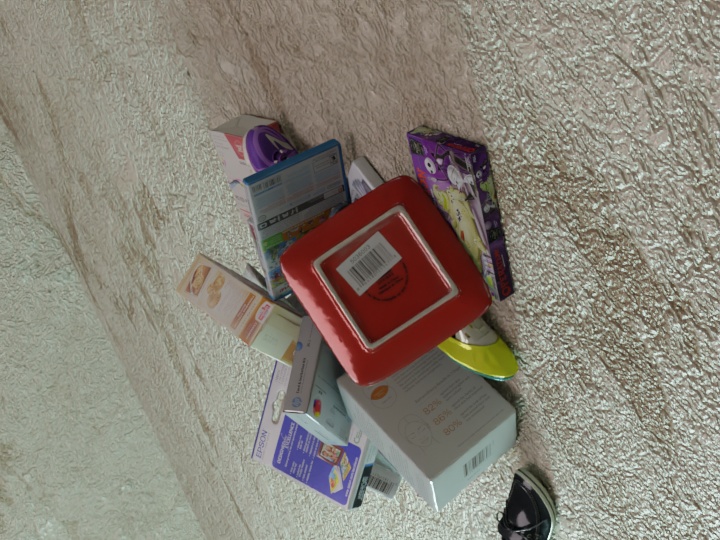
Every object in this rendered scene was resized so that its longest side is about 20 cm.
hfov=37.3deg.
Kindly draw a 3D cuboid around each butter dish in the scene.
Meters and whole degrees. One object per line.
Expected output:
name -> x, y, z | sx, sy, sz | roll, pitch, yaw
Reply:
butter dish -> 0.033, 0.016, 1.325 | 0.200, 0.200, 0.148 | 56, 180, 7

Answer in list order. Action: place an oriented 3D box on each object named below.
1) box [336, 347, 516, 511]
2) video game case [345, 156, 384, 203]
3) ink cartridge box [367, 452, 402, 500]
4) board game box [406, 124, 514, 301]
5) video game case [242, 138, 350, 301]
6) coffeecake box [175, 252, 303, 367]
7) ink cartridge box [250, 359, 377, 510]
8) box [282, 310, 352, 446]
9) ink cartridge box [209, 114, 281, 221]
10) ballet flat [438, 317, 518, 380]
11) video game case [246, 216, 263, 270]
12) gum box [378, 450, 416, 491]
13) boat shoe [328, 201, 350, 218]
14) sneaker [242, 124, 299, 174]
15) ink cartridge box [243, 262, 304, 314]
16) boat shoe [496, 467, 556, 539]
box -> 0.091, 0.193, 1.449 | 0.200, 0.152, 0.106 | 45, 162, 31
video game case -> 0.035, -0.033, 1.471 | 0.200, 0.023, 0.182 | 53, 155, 14
ink cartridge box -> -0.024, 0.304, 1.774 | 0.160, 0.047, 0.200 | 26, 180, -10
board game box -> 0.119, -0.067, 1.270 | 0.120, 0.032, 0.201 | 32, 145, 53
video game case -> -0.077, -0.066, 1.451 | 0.018, 0.143, 0.201 | 41, 150, 45
coffeecake box -> -0.156, 0.066, 1.592 | 0.200, 0.073, 0.153 | 30, 178, 42
ink cartridge box -> -0.059, 0.233, 1.627 | 0.200, 0.047, 0.198 | 22, 101, 34
box -> -0.043, 0.130, 1.509 | 0.041, 0.201, 0.156 | 0, 156, 22
ink cartridge box -> -0.151, -0.134, 1.659 | 0.116, 0.067, 0.201 | 20, 135, 54
ballet flat -> 0.118, 0.071, 1.368 | 0.200, 0.067, 0.067 | 29, 129, 34
video game case -> -0.111, -0.004, 1.698 | 0.143, 0.017, 0.200 | 36, 164, 15
gum box -> 0.062, 0.248, 1.684 | 0.200, 0.066, 0.114 | 42, 152, 33
boat shoe -> 0.000, 0.000, 1.478 | 0.091, 0.071, 0.201 | 44, 146, 39
sneaker -> -0.095, -0.133, 1.531 | 0.200, 0.080, 0.083 | 55, 159, 11
ink cartridge box -> -0.118, 0.058, 1.765 | 0.176, 0.045, 0.200 | 45, 164, 2
boat shoe -> 0.229, 0.356, 1.494 | 0.075, 0.062, 0.200 | 40, 148, 40
